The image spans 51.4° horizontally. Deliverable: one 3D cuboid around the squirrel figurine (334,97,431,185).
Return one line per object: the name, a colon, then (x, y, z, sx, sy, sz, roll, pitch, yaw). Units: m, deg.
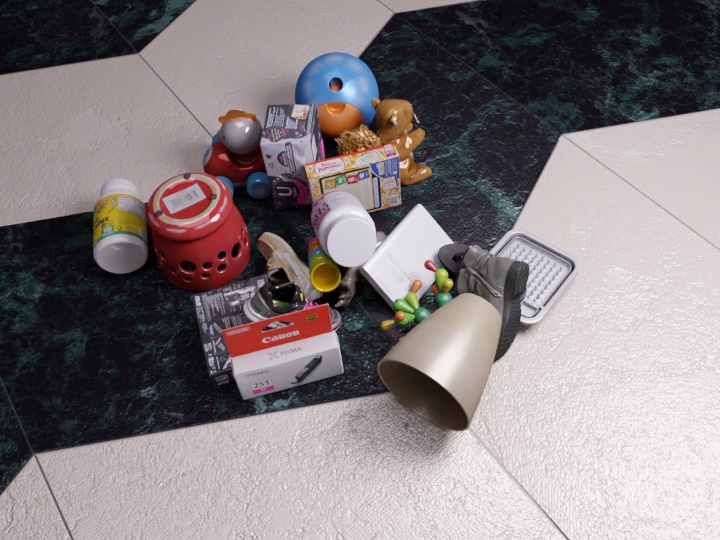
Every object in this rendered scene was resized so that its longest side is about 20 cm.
squirrel figurine: (0.049, -0.286, 1.673, 0.199, 0.187, 0.142, -23, 53, -12)

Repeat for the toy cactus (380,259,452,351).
toy cactus: (0.139, 0.092, 1.425, 0.164, 0.102, 0.201, 30, 67, 4)

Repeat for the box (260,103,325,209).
box: (-0.145, -0.247, 1.653, 0.114, 0.201, 0.133, -1, 51, 7)

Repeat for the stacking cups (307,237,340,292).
stacking cups: (-0.081, -0.024, 1.509, 0.060, 0.061, 0.200, -12, 24, -4)

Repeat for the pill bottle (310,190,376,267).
pill bottle: (-0.033, -0.083, 1.471, 0.112, 0.114, 0.200, -14, 20, -6)

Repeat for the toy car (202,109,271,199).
toy car: (-0.284, -0.292, 1.701, 0.175, 0.201, 0.185, -5, 51, 1)

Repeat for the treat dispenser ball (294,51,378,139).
treat dispenser ball: (-0.056, -0.413, 1.773, 0.199, 0.202, 0.202, -3, 52, 3)

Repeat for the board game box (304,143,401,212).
board game box: (-0.013, -0.184, 1.622, 0.198, 0.152, 0.047, -14, 52, -6)

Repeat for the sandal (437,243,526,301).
sandal: (0.241, -0.006, 1.471, 0.199, 0.045, 0.075, 33, 63, 28)

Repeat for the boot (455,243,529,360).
boot: (0.238, 0.058, 1.421, 0.130, 0.202, 0.067, 19, 13, 35)

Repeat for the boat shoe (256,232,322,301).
boat shoe: (-0.161, -0.003, 1.544, 0.069, 0.074, 0.200, -32, 56, -26)

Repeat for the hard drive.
hard drive: (0.101, -0.022, 1.517, 0.132, 0.027, 0.200, 48, 62, -11)

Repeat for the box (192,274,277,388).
box: (-0.235, 0.115, 1.473, 0.157, 0.050, 0.201, -17, 53, -8)

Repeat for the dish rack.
dish rack: (0.324, 0.018, 1.500, 0.171, 0.044, 0.200, 31, 61, 27)

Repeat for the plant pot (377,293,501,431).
plant pot: (0.160, 0.144, 1.318, 0.186, 0.188, 0.200, 26, 62, 24)

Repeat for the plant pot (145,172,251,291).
plant pot: (-0.339, -0.085, 1.560, 0.199, 0.183, 0.202, -2, 54, 3)

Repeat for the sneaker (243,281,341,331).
sneaker: (-0.119, 0.071, 1.434, 0.199, 0.088, 0.074, 14, 41, -24)

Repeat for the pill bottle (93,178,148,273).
pill bottle: (-0.523, -0.102, 1.631, 0.112, 0.113, 0.201, -12, 52, -4)

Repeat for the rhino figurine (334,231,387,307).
rhino figurine: (0.000, 0.000, 1.516, 0.059, 0.088, 0.200, 24, 58, 23)

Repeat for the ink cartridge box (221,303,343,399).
ink cartridge box: (-0.137, 0.150, 1.357, 0.198, 0.174, 0.044, -14, 52, -6)
